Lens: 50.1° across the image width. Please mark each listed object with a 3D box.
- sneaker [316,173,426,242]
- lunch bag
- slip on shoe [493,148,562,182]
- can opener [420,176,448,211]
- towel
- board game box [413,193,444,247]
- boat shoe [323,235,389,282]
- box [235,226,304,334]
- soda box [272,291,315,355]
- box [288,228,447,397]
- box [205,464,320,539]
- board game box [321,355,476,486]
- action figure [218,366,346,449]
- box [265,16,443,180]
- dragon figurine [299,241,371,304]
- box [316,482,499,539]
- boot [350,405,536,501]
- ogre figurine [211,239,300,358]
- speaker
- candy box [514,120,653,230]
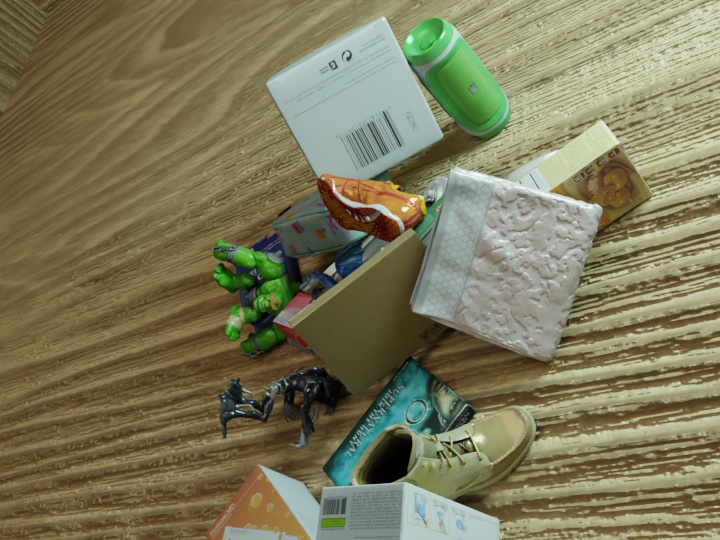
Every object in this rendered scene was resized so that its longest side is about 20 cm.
[{"bbox_3d":[0.012,-0.093,1.065,0.077,0.073,0.200,-34,41,-26],"label":"sneaker"},{"bbox_3d":[-0.039,-0.094,1.247,0.200,0.077,0.160,-9,26,47],"label":"lunch bag"},{"bbox_3d":[0.210,-0.117,1.088,0.200,0.076,0.061,-37,48,29],"label":"slip on shoe"},{"bbox_3d":[0.107,-0.045,1.142,0.053,0.066,0.200,-8,64,59],"label":"can opener"},{"bbox_3d":[0.173,-0.009,0.944,0.191,0.032,0.200,18,105,12],"label":"towel"},{"bbox_3d":[0.113,-0.017,1.055,0.200,0.135,0.029,-48,38,6],"label":"board game box"},{"bbox_3d":[0.028,-0.026,1.200,0.200,0.072,0.060,-40,81,-4],"label":"boat shoe"},{"bbox_3d":[-0.164,0.013,1.373,0.121,0.032,0.200,-36,44,18],"label":"box"},{"bbox_3d":[-0.041,0.094,1.163,0.200,0.063,0.070,14,55,48],"label":"soda box"},{"bbox_3d":[0.029,0.060,1.022,0.200,0.164,0.021,-37,34,1],"label":"box"},{"bbox_3d":[-0.096,0.370,1.000,0.124,0.097,0.200,-53,40,-1],"label":"box"},{"bbox_3d":[0.048,0.227,1.023,0.200,0.028,0.135,-53,39,-1],"label":"board game box"},{"bbox_3d":[-0.102,0.196,1.131,0.200,0.102,0.119,-7,14,-6],"label":"action figure"},{"bbox_3d":[-0.011,-0.246,1.170,0.199,0.200,0.131,-29,16,2],"label":"box"},{"bbox_3d":[0.000,0.000,1.118,0.200,0.059,0.099,-39,48,10],"label":"dragon figurine"},{"bbox_3d":[0.056,0.301,0.827,0.112,0.200,0.101,-14,57,34],"label":"box"},{"bbox_3d":[0.097,0.205,0.880,0.200,0.155,0.073,-32,54,9],"label":"boot"},{"bbox_3d":[-0.167,0.042,1.268,0.120,0.098,0.200,-9,86,19],"label":"ogre figurine"},{"bbox_3d":[0.149,-0.286,1.164,0.088,0.200,0.089,-23,48,29],"label":"speaker"},{"bbox_3d":[0.256,-0.084,0.985,0.200,0.115,0.055,-37,42,18],"label":"candy box"}]
